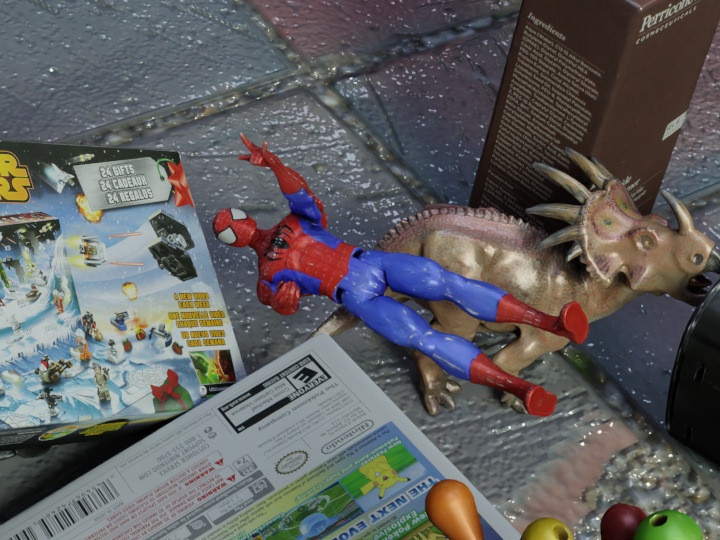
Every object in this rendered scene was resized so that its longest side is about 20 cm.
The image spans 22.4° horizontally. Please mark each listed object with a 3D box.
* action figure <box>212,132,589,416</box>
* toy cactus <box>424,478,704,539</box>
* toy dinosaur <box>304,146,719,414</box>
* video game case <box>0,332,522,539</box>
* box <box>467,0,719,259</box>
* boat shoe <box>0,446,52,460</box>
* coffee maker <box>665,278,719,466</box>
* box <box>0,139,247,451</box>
[{"bbox_3d":[0.000,0.000,0.859,0.199,0.099,0.066,21,81,29],"label":"action figure"},{"bbox_3d":[0.053,0.163,0.704,0.102,0.165,0.200,40,91,29],"label":"toy cactus"},{"bbox_3d":[0.071,-0.003,0.927,0.198,0.136,0.086,2,43,-8],"label":"toy dinosaur"},{"bbox_3d":[-0.055,0.124,0.777,0.199,0.022,0.182,-30,38,-14],"label":"video game case"},{"bbox_3d":[0.128,-0.095,0.986,0.075,0.201,0.100,36,48,26],"label":"box"},{"bbox_3d":[-0.174,0.065,0.852,0.066,0.075,0.199,40,41,14],"label":"boat shoe"},{"bbox_3d":[0.247,0.077,0.863,0.199,0.136,0.191,33,33,27],"label":"coffee maker"},{"bbox_3d":[-0.145,0.010,0.833,0.199,0.040,0.138,0,68,-51],"label":"box"}]
